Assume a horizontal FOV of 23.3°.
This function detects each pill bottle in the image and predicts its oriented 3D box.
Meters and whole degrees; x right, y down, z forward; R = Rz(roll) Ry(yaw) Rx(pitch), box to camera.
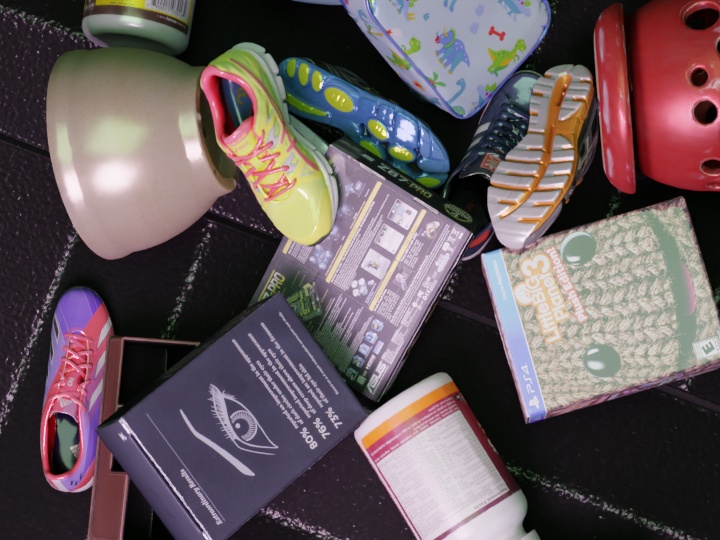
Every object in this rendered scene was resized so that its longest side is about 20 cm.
[{"bbox_3d":[0.088,0.207,1.631,0.109,0.110,0.201,-32,81,0],"label":"pill bottle"},{"bbox_3d":[-0.210,-0.321,1.733,0.108,0.109,0.202,8,82,6],"label":"pill bottle"}]

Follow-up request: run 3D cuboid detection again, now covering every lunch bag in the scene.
[{"bbox_3d":[0.083,-0.258,1.664,0.161,0.200,0.082,-49,37,-4],"label":"lunch bag"}]

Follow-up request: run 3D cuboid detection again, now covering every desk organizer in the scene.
[{"bbox_3d":[-0.206,0.164,1.666,0.071,0.077,0.203,9,81,-29],"label":"desk organizer"}]

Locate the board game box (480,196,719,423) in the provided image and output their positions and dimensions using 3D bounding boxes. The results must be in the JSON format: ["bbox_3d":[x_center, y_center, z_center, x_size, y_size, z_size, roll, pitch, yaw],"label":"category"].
[{"bbox_3d":[0.229,0.039,1.649,0.198,0.097,0.161,-17,81,2],"label":"board game box"}]

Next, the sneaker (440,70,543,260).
[{"bbox_3d":[0.132,-0.105,1.685,0.074,0.085,0.202,23,84,8],"label":"sneaker"}]

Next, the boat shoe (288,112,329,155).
[{"bbox_3d":[-0.083,-0.121,1.711,0.199,0.074,0.068,38,91,7],"label":"boat shoe"}]

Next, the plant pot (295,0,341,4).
[{"bbox_3d":[-0.037,-0.338,1.694,0.135,0.200,0.201,40,87,-16],"label":"plant pot"}]

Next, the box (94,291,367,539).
[{"bbox_3d":[-0.119,0.140,1.605,0.199,0.104,0.149,-37,95,-23],"label":"box"}]

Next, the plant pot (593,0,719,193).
[{"bbox_3d":[0.311,-0.171,1.624,0.180,0.200,0.203,-3,81,9],"label":"plant pot"}]

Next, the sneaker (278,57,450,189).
[{"bbox_3d":[0.009,-0.152,1.701,0.199,0.083,0.071,33,117,14],"label":"sneaker"}]

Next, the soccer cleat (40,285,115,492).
[{"bbox_3d":[-0.278,0.113,1.694,0.067,0.073,0.203,2,82,6],"label":"soccer cleat"}]

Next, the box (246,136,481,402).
[{"bbox_3d":[0.000,0.000,1.661,0.160,0.049,0.201,31,112,7],"label":"box"}]

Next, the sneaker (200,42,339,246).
[{"bbox_3d":[-0.092,-0.110,1.600,0.078,0.090,0.201,-30,87,27],"label":"sneaker"}]

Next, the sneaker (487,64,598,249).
[{"bbox_3d":[0.183,-0.098,1.648,0.078,0.077,0.201,10,59,31],"label":"sneaker"}]

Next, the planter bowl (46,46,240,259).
[{"bbox_3d":[-0.192,-0.120,1.646,0.133,0.200,0.203,-10,81,14],"label":"planter bowl"}]
